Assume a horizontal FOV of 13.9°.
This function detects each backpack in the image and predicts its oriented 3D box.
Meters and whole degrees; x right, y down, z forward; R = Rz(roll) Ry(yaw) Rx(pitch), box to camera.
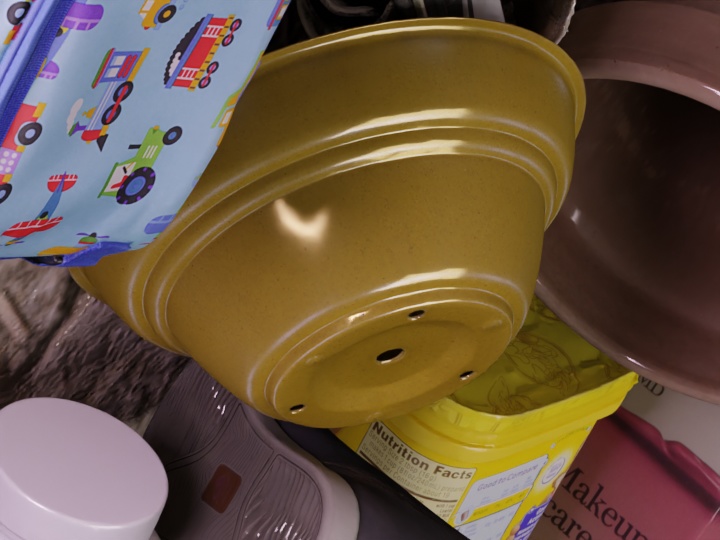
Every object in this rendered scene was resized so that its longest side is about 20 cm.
[{"bbox_3d":[-0.124,-0.091,0.754,0.200,0.135,0.183,4,123,-57],"label":"backpack"}]

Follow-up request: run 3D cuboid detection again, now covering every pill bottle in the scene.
[{"bbox_3d":[-0.138,0.145,1.101,0.111,0.111,0.200,-17,141,-49],"label":"pill bottle"}]

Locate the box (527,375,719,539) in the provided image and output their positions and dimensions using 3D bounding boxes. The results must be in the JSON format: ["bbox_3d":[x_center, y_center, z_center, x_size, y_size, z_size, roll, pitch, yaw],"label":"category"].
[{"bbox_3d":[0.129,0.122,1.491,0.109,0.128,0.200,0,127,-58],"label":"box"}]

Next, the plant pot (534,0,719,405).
[{"bbox_3d":[0.173,-0.066,1.249,0.175,0.200,0.200,-53,161,-33],"label":"plant pot"}]

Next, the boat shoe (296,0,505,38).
[{"bbox_3d":[0.006,-0.107,1.031,0.064,0.071,0.200,-36,147,-21],"label":"boat shoe"}]

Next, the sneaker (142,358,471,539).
[{"bbox_3d":[-0.015,0.099,1.123,0.106,0.200,0.075,29,97,-27],"label":"sneaker"}]

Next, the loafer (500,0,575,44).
[{"bbox_3d":[0.062,-0.153,1.047,0.076,0.068,0.200,-35,152,-27],"label":"loafer"}]

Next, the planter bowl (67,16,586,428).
[{"bbox_3d":[0.000,0.000,1.056,0.200,0.083,0.200,-16,154,-8],"label":"planter bowl"}]

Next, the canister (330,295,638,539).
[{"bbox_3d":[0.027,0.103,1.347,0.149,0.087,0.200,-17,142,-49],"label":"canister"}]
